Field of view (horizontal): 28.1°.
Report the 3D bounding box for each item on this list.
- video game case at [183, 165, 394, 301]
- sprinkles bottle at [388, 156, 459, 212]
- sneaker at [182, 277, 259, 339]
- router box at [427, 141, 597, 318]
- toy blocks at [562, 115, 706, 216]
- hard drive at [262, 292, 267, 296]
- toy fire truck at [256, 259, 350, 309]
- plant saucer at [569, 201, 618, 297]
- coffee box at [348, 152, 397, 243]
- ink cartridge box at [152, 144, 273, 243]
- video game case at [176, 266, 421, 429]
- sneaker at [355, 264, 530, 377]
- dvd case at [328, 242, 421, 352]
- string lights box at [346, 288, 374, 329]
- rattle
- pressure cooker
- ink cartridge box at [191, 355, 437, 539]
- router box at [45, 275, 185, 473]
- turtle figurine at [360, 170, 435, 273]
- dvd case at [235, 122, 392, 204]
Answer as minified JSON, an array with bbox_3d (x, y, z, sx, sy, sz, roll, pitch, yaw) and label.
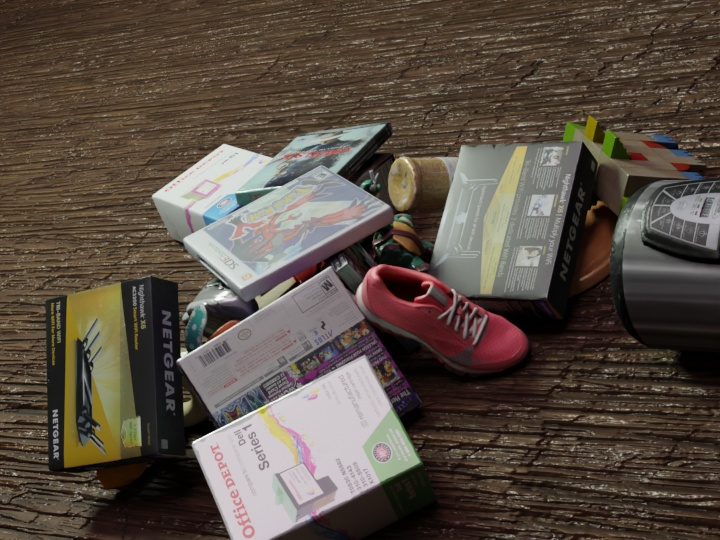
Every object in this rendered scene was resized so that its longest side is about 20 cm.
[{"bbox_3d":[-0.086,-0.048,1.667,0.200,0.023,0.182,-29,30,-17],"label":"video game case"},{"bbox_3d":[0.134,-0.106,1.760,0.200,0.068,0.068,-3,19,-29],"label":"sprinkles bottle"},{"bbox_3d":[-0.161,0.032,1.693,0.082,0.075,0.200,-62,16,-13],"label":"sneaker"},{"bbox_3d":[0.170,-0.047,1.627,0.157,0.052,0.200,1,64,33],"label":"router box"},{"bbox_3d":[0.334,-0.111,1.668,0.136,0.100,0.200,3,25,-18],"label":"toy blocks"},{"bbox_3d":[-0.114,0.076,1.775,0.139,0.033,0.200,-3,35,32],"label":"hard drive"},{"bbox_3d":[-0.085,0.027,1.749,0.141,0.049,0.200,-19,31,11],"label":"toy fire truck"},{"bbox_3d":[0.220,-0.032,1.697,0.200,0.038,0.200,-18,29,11],"label":"plant saucer"},{"bbox_3d":[-0.042,-0.078,1.895,0.113,0.080,0.200,0,28,37],"label":"coffee box"},{"bbox_3d":[-0.184,-0.097,2.056,0.144,0.085,0.200,-38,31,-23],"label":"ink cartridge box"},{"bbox_3d":[-0.066,0.122,1.537,0.200,0.181,0.036,-32,-10,-13],"label":"video game case"},{"bbox_3d":[0.088,0.051,1.542,0.200,0.087,0.074,21,64,6],"label":"sneaker"},{"bbox_3d":[0.000,0.000,1.702,0.022,0.146,0.200,-38,29,8],"label":"dvd case"},{"bbox_3d":[-0.075,0.114,1.612,0.200,0.103,0.059,-32,31,-13],"label":"string lights box"},{"bbox_3d":[-0.221,0.140,1.620,0.200,0.130,0.143,-28,9,40],"label":"rattle"},{"bbox_3d":[0.367,-0.006,1.406,0.200,0.176,0.178,3,12,39],"label":"pressure cooker"},{"bbox_3d":[-0.048,0.199,1.424,0.200,0.084,0.145,-26,54,-4],"label":"ink cartridge box"},{"bbox_3d":[-0.276,0.119,1.610,0.157,0.052,0.201,-13,74,28],"label":"router box"},{"bbox_3d":[0.060,-0.039,1.773,0.149,0.101,0.200,16,30,-12],"label":"turtle figurine"},{"bbox_3d":[-0.059,-0.143,1.904,0.146,0.022,0.200,-5,24,29],"label":"dvd case"}]
